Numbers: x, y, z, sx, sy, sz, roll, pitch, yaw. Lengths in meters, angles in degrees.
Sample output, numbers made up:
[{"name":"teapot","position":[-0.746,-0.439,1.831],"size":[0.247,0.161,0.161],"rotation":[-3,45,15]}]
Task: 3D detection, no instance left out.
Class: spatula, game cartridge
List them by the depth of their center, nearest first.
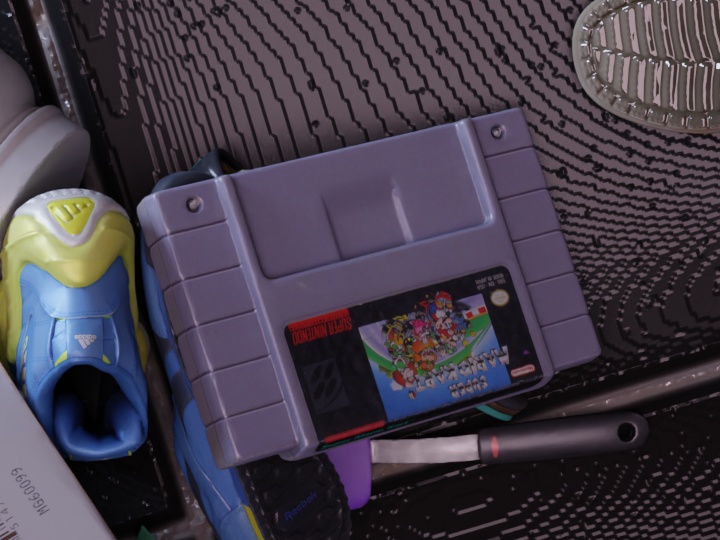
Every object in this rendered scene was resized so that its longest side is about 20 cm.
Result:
[{"name":"game cartridge","position":[0.008,0.007,1.123],"size":[0.199,0.038,0.131],"rotation":[-15,78,-29]},{"name":"spatula","position":[0.042,0.087,1.207],"size":[0.198,0.021,0.057],"rotation":[-5,95,3]}]

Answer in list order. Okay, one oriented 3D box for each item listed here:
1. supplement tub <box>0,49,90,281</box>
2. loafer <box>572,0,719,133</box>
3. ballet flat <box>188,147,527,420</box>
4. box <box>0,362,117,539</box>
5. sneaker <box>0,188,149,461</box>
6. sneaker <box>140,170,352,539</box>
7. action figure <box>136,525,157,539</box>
[{"name":"supplement tub","position":[-0.239,-0.062,1.133],"size":[0.199,0.145,0.146],"rotation":[30,97,5]},{"name":"loafer","position":[0.199,-0.104,1.157],"size":[0.198,0.068,0.076],"rotation":[0,95,19]},{"name":"ballet flat","position":[0.000,0.000,1.177],"size":[0.199,0.073,0.073],"rotation":[27,97,2]},{"name":"box","position":[-0.193,0.139,1.108],"size":[0.106,0.200,0.153],"rotation":[-30,80,-27]},{"name":"sneaker","position":[-0.132,0.054,1.120],"size":[0.075,0.201,0.106],"rotation":[-5,59,-4]},{"name":"sneaker","position":[-0.070,0.052,1.153],"size":[0.066,0.078,0.202],"rotation":[-28,107,-35]},{"name":"action figure","position":[-0.077,0.208,1.139],"size":[0.054,0.200,0.119],"rotation":[10,100,-25]}]
